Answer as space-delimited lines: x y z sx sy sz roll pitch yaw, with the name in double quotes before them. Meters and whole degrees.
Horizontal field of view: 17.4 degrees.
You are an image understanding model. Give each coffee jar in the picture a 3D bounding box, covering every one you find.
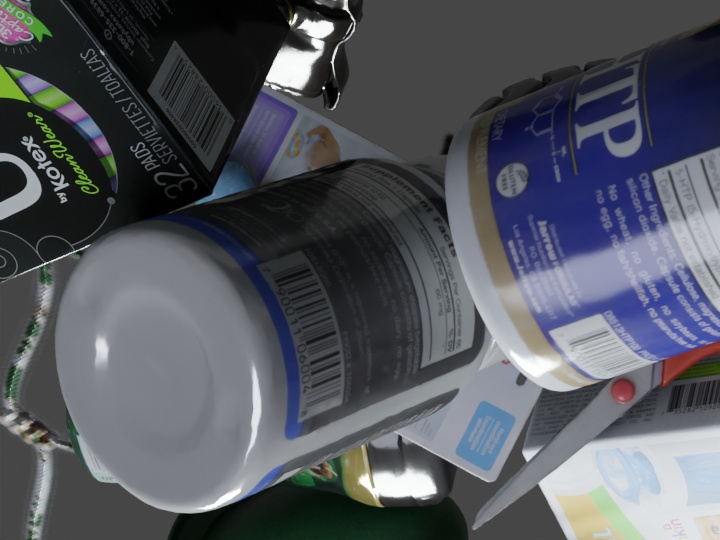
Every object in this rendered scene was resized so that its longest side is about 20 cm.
"coffee jar" -0.040 0.060 1.171 0.199 0.105 0.086 3 133 17

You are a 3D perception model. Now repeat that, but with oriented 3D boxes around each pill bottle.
"pill bottle" -0.017 0.017 0.953 0.113 0.200 0.114 12 110 36
"pill bottle" 0.145 -0.037 0.913 0.199 0.120 0.120 -21 122 25

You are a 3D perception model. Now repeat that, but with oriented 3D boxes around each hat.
"hat" 0.018 0.118 1.163 0.199 0.166 0.176 18 134 -7

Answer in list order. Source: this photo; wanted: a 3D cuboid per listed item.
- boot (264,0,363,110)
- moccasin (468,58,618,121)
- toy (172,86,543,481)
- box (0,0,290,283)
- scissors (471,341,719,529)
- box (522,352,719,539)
"boot" -0.062 -0.163 1.001 0.200 0.069 0.174 36 139 -7
"moccasin" 0.143 -0.051 1.022 0.200 0.074 0.078 -1 114 10
"toy" 0.000 0.000 1.083 0.199 0.116 0.047 28 175 5
"box" -0.160 -0.087 0.976 0.199 0.125 0.149 -20 120 31
"scissors" 0.132 0.050 1.054 0.073 0.200 0.014 33 170 11
"box" 0.172 0.116 1.142 0.112 0.102 0.200 -9 127 28
